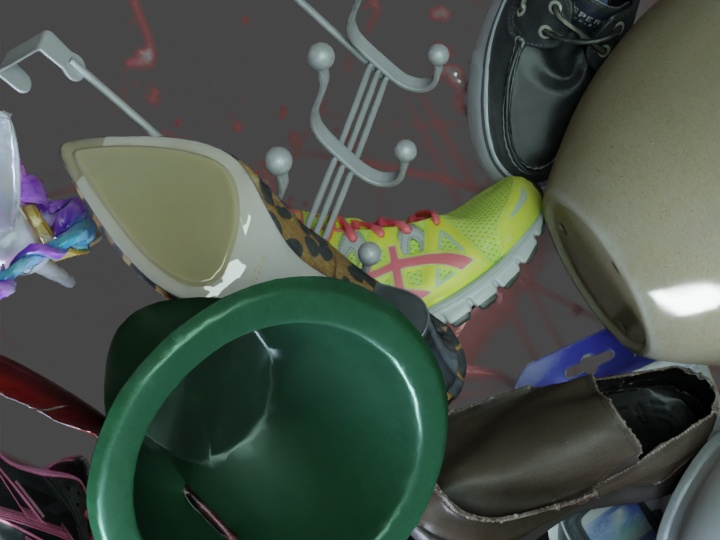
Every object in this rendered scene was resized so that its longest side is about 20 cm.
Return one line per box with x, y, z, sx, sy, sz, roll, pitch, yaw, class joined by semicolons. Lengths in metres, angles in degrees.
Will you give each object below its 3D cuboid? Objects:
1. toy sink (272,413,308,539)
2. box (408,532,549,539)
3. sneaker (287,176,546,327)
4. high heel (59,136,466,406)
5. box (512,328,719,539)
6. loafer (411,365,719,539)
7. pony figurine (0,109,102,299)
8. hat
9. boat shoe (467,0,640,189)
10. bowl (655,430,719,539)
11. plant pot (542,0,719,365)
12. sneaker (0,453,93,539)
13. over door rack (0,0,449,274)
-0.046;0.170;1.391;0.112;0.130;0.201;-5;84;26;toy sink
0.064;0.212;1.436;0.036;0.143;0.201;-7;104;28;box
0.000;0.000;1.450;0.200;0.078;0.091;-32;97;-12;sneaker
-0.045;0.007;1.376;0.199;0.143;0.072;28;80;16;high heel
0.142;0.128;1.514;0.119;0.041;0.201;-23;95;-14;box
0.092;0.078;1.408;0.199;0.071;0.073;-15;61;-41;loafer
-0.222;-0.032;1.363;0.199;0.167;0.194;-27;130;-17;pony figurine
-0.084;0.042;1.313;0.200;0.176;0.166;37;91;-39;hat
0.111;-0.136;1.483;0.070;0.066;0.201;23;85;-15;boat shoe
0.204;0.134;1.444;0.201;0.090;0.202;-37;141;-37;bowl
0.167;-0.032;1.436;0.134;0.200;0.201;-32;99;-10;plant pot
-0.148;0.136;1.419;0.200;0.079;0.095;47;68;-13;sneaker
-0.054;-0.102;1.405;0.200;0.067;0.148;33;49;-15;over door rack
